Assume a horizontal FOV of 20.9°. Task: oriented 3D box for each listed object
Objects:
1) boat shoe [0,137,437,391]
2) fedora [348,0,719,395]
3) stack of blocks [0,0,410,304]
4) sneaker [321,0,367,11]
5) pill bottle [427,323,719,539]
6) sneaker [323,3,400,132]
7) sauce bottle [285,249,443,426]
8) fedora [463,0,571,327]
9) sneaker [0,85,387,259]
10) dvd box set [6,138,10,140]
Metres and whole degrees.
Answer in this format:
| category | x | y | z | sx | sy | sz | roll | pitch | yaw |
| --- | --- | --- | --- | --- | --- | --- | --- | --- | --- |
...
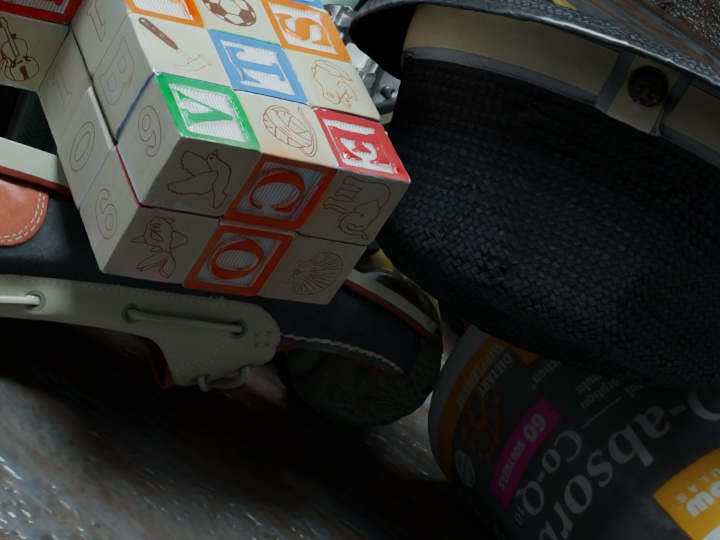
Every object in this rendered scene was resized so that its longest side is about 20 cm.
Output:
| category | x | y | z | sx | sy | sz | roll | pitch | yaw |
| --- | --- | --- | --- | --- | --- | --- | --- | --- | --- |
| boat shoe | -0.065 | 0.008 | 0.670 | 0.200 | 0.063 | 0.071 | 19 | -6 | -28 |
| fedora | 0.076 | -0.017 | 0.658 | 0.200 | 0.092 | 0.201 | 24 | -6 | 3 |
| stack of blocks | -0.075 | -0.085 | 0.649 | 0.115 | 0.059 | 0.200 | 8 | 41 | -35 |
| sneaker | -0.001 | -0.131 | 1.100 | 0.074 | 0.118 | 0.200 | 36 | 16 | 16 |
| pill bottle | 0.120 | 0.093 | 0.704 | 0.116 | 0.117 | 0.200 | 17 | 23 | -43 |
| sneaker | -0.060 | -0.088 | 0.863 | 0.200 | 0.067 | 0.091 | 18 | -25 | 19 |
| sauce bottle | 0.000 | 0.000 | 0.833 | 0.065 | 0.065 | 0.200 | 30 | 17 | -10 |
| fedora | 0.076 | -0.032 | 0.915 | 0.082 | 0.201 | 0.201 | -18 | 36 | -12 |
| sneaker | -0.078 | -0.062 | 0.765 | 0.200 | 0.075 | 0.088 | 28 | 5 | -10 |
| dvd box set | -0.105 | -0.048 | 0.829 | 0.146 | 0.029 | 0.200 | 32 | 18 | -1 |
